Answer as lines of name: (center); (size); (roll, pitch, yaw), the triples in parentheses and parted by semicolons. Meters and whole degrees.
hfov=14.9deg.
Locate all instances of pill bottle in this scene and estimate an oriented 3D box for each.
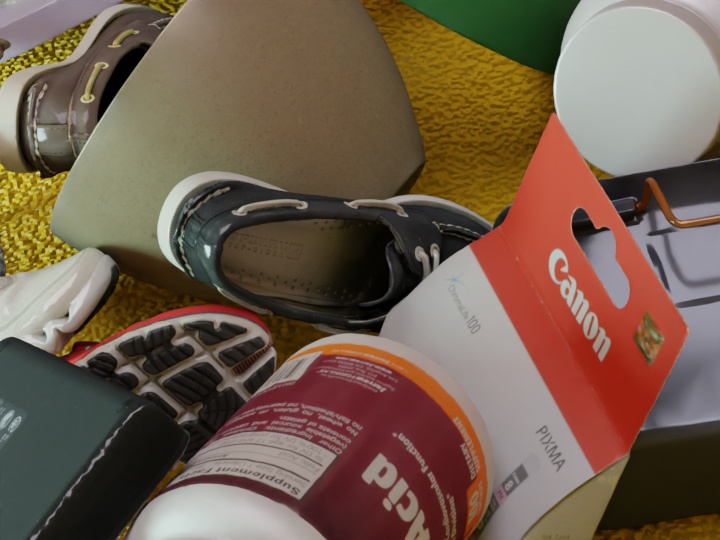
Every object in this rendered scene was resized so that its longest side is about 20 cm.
pill bottle: (-0.031, 0.119, 1.152); (0.114, 0.115, 0.200); (10, 30, 23)
pill bottle: (0.165, -0.108, 1.384); (0.112, 0.113, 0.200); (7, 17, 20)

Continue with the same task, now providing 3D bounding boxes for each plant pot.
plant pot: (-0.046, -0.060, 1.412); (0.134, 0.200, 0.200); (36, 58, 4)

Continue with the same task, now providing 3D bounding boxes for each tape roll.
tape roll: (0.045, -0.175, 1.487); (0.200, 0.200, 0.048); (44, 109, 40)

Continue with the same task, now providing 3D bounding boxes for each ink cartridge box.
ink cartridge box: (0.064, 0.054, 1.253); (0.057, 0.201, 0.163); (-1, 40, -24)

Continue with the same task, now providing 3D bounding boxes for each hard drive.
hard drive: (-0.158, 0.102, 1.193); (0.140, 0.033, 0.200); (-52, 22, -10)

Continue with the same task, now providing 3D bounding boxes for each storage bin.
storage bin: (0.171, 0.032, 1.295); (0.199, 0.146, 0.135); (-10, 55, 4)

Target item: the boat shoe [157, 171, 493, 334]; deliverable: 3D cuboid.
boat shoe: (0.000, 0.000, 1.331); (0.199, 0.076, 0.060); (5, 16, -29)

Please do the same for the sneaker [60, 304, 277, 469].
sneaker: (-0.125, 0.058, 1.339); (0.199, 0.077, 0.085); (-27, 28, 26)

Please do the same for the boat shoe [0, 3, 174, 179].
boat shoe: (-0.129, -0.099, 1.499); (0.059, 0.072, 0.200); (3, 18, 20)

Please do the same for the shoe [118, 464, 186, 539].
shoe: (-0.028, 0.150, 1.266); (0.199, 0.072, 0.091); (19, 57, 33)

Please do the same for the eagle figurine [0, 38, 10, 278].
eagle figurine: (-0.249, -0.049, 1.468); (0.150, 0.152, 0.201); (24, 52, -19)

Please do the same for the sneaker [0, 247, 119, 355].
sneaker: (-0.215, 0.034, 1.376); (0.199, 0.081, 0.075); (-28, 5, 8)

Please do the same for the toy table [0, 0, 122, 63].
toy table: (-0.183, -0.208, 1.588); (0.200, 0.117, 0.184); (-36, 19, -22)
